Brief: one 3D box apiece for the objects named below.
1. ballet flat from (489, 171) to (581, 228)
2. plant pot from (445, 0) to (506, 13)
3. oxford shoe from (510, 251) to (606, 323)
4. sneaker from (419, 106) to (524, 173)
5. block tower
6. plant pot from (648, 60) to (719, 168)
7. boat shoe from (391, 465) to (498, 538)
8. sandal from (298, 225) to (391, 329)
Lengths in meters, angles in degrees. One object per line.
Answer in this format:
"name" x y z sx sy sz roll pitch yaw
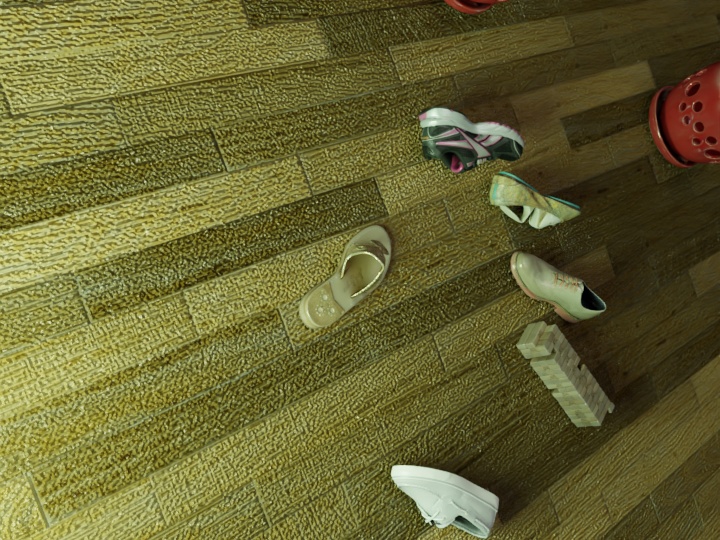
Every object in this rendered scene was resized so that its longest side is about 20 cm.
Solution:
"ballet flat" 0.293 -0.107 1.537 0.200 0.071 0.071 19 67 -36
"plant pot" 0.211 -0.533 1.486 0.200 0.182 0.201 12 71 -38
"oxford shoe" 0.334 0.020 1.523 0.200 0.074 0.071 30 61 -31
"sneaker" 0.171 -0.194 1.447 0.200 0.080 0.087 10 85 -30
"block tower" 0.341 0.176 1.501 0.200 0.054 0.058 50 53 -17
"plant pot" 0.708 -0.309 1.850 0.200 0.182 0.201 12 70 -37
"boat shoe" 0.117 0.327 1.272 0.200 0.072 0.069 34 58 -39
"sandal" 0.003 0.005 1.255 0.078 0.070 0.212 55 51 -14
